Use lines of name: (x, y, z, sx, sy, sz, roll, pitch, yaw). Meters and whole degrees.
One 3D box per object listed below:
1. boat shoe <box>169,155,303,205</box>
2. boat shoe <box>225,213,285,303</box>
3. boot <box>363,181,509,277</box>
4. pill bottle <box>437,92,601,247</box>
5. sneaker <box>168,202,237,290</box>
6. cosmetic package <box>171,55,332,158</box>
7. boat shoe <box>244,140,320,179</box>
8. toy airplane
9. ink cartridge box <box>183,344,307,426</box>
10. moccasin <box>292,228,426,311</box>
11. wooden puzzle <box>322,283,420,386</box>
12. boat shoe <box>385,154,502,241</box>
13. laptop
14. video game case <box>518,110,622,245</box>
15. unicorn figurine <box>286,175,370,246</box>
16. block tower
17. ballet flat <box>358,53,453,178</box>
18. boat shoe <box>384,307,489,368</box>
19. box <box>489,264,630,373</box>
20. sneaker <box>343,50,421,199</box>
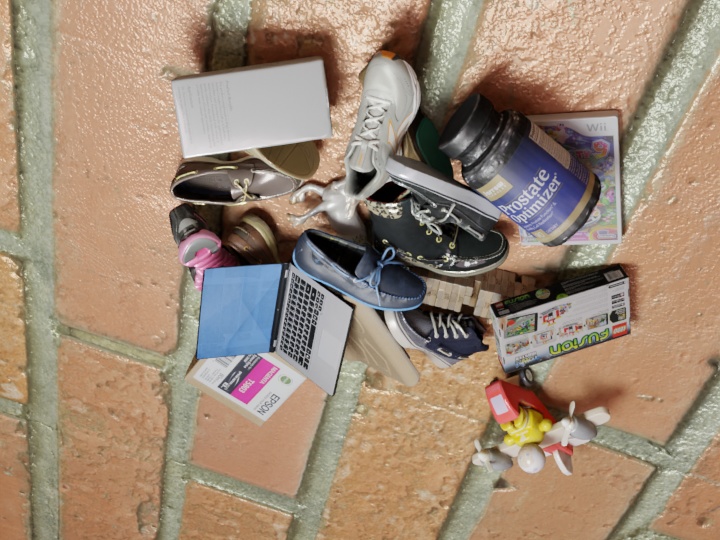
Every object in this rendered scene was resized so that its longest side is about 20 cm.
boat shoe: (-0.179, -0.126, 1.405, 0.196, 0.060, 0.073, 4, 131, 14)
boat shoe: (-0.147, 0.011, 1.494, 0.071, 0.068, 0.202, 11, 136, 46)
boot: (0.100, -0.064, 1.341, 0.199, 0.075, 0.155, 5, 149, 17)
pill bottle: (0.198, -0.130, 1.232, 0.198, 0.113, 0.112, 35, 130, -14)
sneaker: (-0.245, -0.039, 1.477, 0.096, 0.078, 0.201, 55, 169, 18)
cosmetic package: (-0.138, -0.212, 1.257, 0.195, 0.074, 0.104, -7, 106, -2)
boat shoe: (-0.143, -0.194, 1.340, 0.198, 0.073, 0.065, 32, 171, -13)
toy airplane: (0.281, 0.269, 1.553, 0.195, 0.142, 0.203, 11, 132, 6)
ink cartridge box: (-0.179, 0.151, 1.633, 0.163, 0.076, 0.200, 33, 130, -11)
moccasin: (0.000, 0.000, 1.362, 0.196, 0.081, 0.069, 16, 141, -1)
wooden puzzle: (-0.002, 0.083, 1.501, 0.186, 0.046, 0.199, 54, 159, -25)
boat shoe: (0.100, -0.088, 1.251, 0.197, 0.073, 0.069, 18, 106, -43)
laptop: (-0.130, 0.094, 1.443, 0.199, 0.115, 0.190, 34, 135, 22)
video game case: (0.276, -0.119, 1.306, 0.140, 0.018, 0.203, 0, 129, 17)
unicorn figurine: (-0.035, -0.082, 1.402, 0.135, 0.075, 0.201, -13, 140, 15)
block tower: (0.165, 0.027, 1.440, 0.196, 0.058, 0.055, 12, 132, 4)
ballet flat: (0.054, -0.189, 1.281, 0.071, 0.068, 0.202, -11, 124, 34)
boat shoe: (0.119, 0.083, 1.464, 0.091, 0.076, 0.199, -22, 149, 25)
box: (0.289, 0.070, 1.399, 0.196, 0.035, 0.112, -17, 128, -3)
sneaker: (0.020, -0.171, 1.210, 0.075, 0.092, 0.203, 21, 134, 16)
